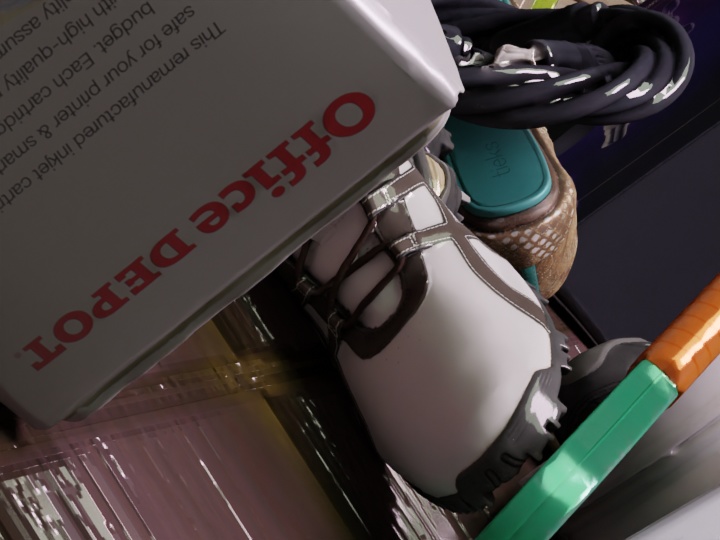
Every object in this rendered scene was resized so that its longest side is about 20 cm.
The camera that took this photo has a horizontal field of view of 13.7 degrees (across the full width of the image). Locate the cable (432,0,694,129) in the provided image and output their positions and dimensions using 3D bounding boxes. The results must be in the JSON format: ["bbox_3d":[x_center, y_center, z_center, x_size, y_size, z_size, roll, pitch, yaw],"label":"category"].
[{"bbox_3d":[0.041,-0.092,1.151,0.200,0.162,0.051,-111,-159,-78],"label":"cable"}]

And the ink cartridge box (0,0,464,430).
[{"bbox_3d":[-0.093,-0.076,0.725,0.200,0.145,0.088,43,18,-31],"label":"ink cartridge box"}]

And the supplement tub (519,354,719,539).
[{"bbox_3d":[0.160,0.121,1.038,0.200,0.144,0.144,56,16,4],"label":"supplement tub"}]

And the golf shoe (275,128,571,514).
[{"bbox_3d":[0.000,0.000,0.980,0.094,0.078,0.200,33,17,-36],"label":"golf shoe"}]

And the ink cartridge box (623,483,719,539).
[{"bbox_3d":[0.161,0.153,0.924,0.201,0.196,0.043,59,-19,11],"label":"ink cartridge box"}]

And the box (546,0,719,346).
[{"bbox_3d":[0.163,-0.070,1.323,0.079,0.200,0.141,45,18,-28],"label":"box"}]

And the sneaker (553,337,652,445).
[{"bbox_3d":[0.145,0.106,1.154,0.200,0.075,0.079,46,21,-25],"label":"sneaker"}]

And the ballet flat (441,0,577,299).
[{"bbox_3d":[0.048,-0.054,1.249,0.200,0.070,0.066,-99,176,-52],"label":"ballet flat"}]

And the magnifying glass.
[{"bbox_3d":[0.080,0.050,0.938,0.022,0.080,0.200,41,56,5],"label":"magnifying glass"}]

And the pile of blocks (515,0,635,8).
[{"bbox_3d":[0.050,-0.135,1.421,0.200,0.082,0.062,38,64,-20],"label":"pile of blocks"}]
